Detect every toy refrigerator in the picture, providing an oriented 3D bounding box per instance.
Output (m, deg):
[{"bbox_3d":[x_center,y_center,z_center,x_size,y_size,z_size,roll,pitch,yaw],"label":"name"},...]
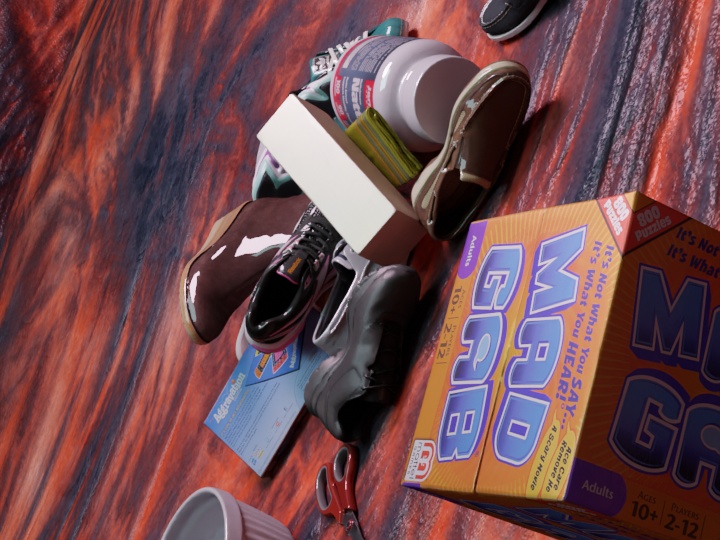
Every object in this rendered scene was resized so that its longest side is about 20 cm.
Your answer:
[{"bbox_3d":[-0.022,-0.092,1.613,0.070,0.076,0.200,-48,59,12],"label":"toy refrigerator"}]

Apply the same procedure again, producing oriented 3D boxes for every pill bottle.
[{"bbox_3d":[0.055,-0.190,1.630,0.120,0.119,0.200,-67,24,0],"label":"pill bottle"}]

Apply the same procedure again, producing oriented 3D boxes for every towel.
[{"bbox_3d":[0.018,-0.126,1.647,0.018,0.086,0.200,-37,3,-10],"label":"towel"}]

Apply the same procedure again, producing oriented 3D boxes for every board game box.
[{"bbox_3d":[0.181,0.085,1.044,0.199,0.199,0.202,-9,62,62],"label":"board game box"},{"bbox_3d":[-0.096,0.126,1.731,0.103,0.019,0.201,39,109,24],"label":"board game box"}]

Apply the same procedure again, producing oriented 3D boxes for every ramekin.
[{"bbox_3d":[-0.146,0.342,1.617,0.200,0.104,0.201,-45,33,39],"label":"ramekin"}]

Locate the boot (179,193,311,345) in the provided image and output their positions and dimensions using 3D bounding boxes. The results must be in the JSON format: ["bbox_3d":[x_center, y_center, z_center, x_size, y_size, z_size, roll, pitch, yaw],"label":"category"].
[{"bbox_3d":[-0.116,-0.012,1.743,0.165,0.072,0.201,-15,42,29],"label":"boot"}]

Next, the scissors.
[{"bbox_3d":[-0.014,0.256,1.532,0.073,0.014,0.201,-52,29,25],"label":"scissors"}]

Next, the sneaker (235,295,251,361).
[{"bbox_3d":[-0.087,0.018,1.809,0.104,0.075,0.202,-21,54,55],"label":"sneaker"}]

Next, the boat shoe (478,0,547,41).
[{"bbox_3d":[0.176,-0.309,1.556,0.200,0.060,0.076,-41,35,44],"label":"boat shoe"}]

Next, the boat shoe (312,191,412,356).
[{"bbox_3d":[0.000,0.000,1.644,0.072,0.068,0.202,-2,65,65],"label":"boat shoe"}]

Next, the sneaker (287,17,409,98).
[{"bbox_3d":[-0.018,-0.246,1.874,0.200,0.079,0.072,-45,30,39],"label":"sneaker"}]

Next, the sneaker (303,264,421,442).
[{"bbox_3d":[0.016,0.089,1.557,0.201,0.075,0.091,-66,33,21],"label":"sneaker"}]

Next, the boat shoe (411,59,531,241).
[{"bbox_3d":[0.117,-0.111,1.505,0.075,0.074,0.203,-101,28,-46],"label":"boat shoe"}]

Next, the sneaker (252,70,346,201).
[{"bbox_3d":[-0.075,-0.178,1.855,0.200,0.077,0.140,-52,22,19],"label":"sneaker"}]

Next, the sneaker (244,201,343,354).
[{"bbox_3d":[-0.061,-0.001,1.657,0.201,0.080,0.086,-63,-9,-7],"label":"sneaker"}]
